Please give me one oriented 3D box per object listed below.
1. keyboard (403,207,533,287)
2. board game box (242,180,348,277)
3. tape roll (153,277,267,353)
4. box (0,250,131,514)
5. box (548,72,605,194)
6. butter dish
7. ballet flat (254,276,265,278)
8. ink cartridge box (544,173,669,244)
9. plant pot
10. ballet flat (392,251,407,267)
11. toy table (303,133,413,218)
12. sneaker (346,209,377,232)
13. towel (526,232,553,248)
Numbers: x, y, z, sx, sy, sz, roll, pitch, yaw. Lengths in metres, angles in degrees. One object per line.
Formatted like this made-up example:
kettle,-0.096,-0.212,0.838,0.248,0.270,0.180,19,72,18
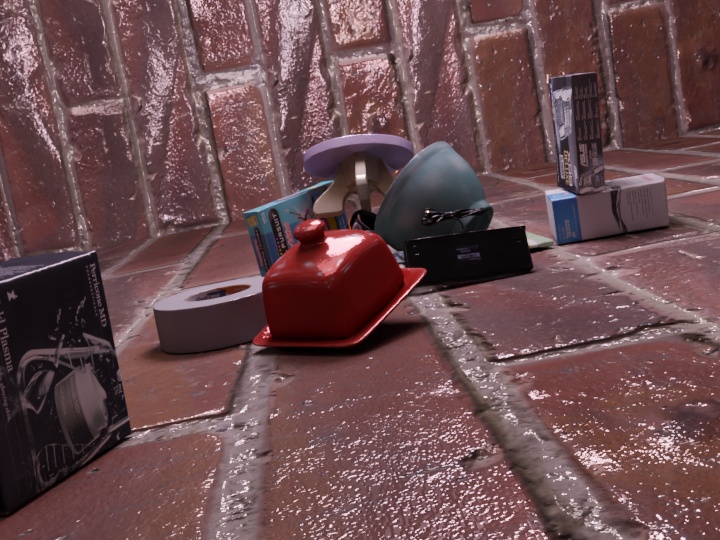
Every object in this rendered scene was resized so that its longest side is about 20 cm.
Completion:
keyboard,0.164,-0.043,1.489,0.197,0.129,0.021,-7,-19,-5
board game box,-0.106,-0.063,1.730,0.047,0.153,0.199,-3,17,46
tape roll,-0.209,0.064,1.430,0.197,0.067,0.200,-11,10,2
box,-0.340,0.101,0.916,0.122,0.203,0.196,-5,11,20
box,0.379,-0.242,1.667,0.049,0.203,0.158,-7,10,0
butter dish,-0.046,0.003,1.263,0.198,0.149,0.200,-4,27,40
ballet flat,-0.136,0.036,1.533,0.062,0.068,0.199,-16,0,-41
ink cartridge box,0.441,-0.113,1.710,0.197,0.085,0.145,-9,9,9
plant pot,0.137,-0.094,1.592,0.134,0.202,0.199,38,32,22
ballet flat,0.029,0.023,1.461,0.074,0.075,0.199,-1,15,46
toy table,0.001,-0.158,1.688,0.197,0.119,0.184,-11,-23,12
sneaker,-0.034,-0.053,1.666,0.198,0.078,0.112,-19,-26,-29
towel,0.225,-0.038,1.704,0.197,0.024,0.152,-11,10,-10
